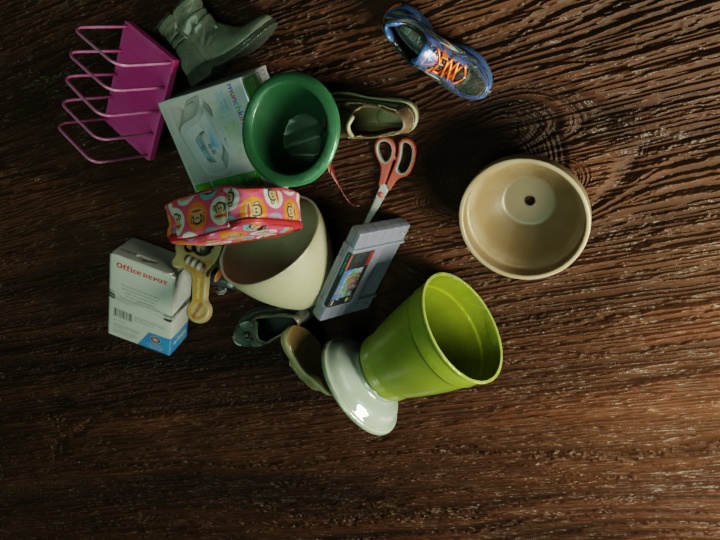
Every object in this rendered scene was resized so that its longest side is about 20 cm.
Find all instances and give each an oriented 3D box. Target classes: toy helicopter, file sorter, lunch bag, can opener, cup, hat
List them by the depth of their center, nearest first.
[{"bbox_3d":[-0.200,-0.089,1.247,0.200,0.176,0.082,-8,87,32],"label":"lunch bag"},{"bbox_3d":[-0.084,-0.217,1.250,0.165,0.176,0.200,18,104,17],"label":"hat"},{"bbox_3d":[-0.423,-0.301,1.297,0.139,0.125,0.200,41,126,22],"label":"file sorter"},{"bbox_3d":[-0.125,-0.011,1.342,0.200,0.200,0.143,-12,136,26],"label":"cup"},{"bbox_3d":[-0.289,-0.001,1.421,0.132,0.079,0.200,0,84,6],"label":"toy helicopter"},{"bbox_3d":[-0.212,0.019,1.450,0.200,0.063,0.079,15,121,13],"label":"can opener"}]

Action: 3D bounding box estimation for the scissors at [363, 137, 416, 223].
[{"bbox_3d":[0.046,-0.137,1.295,0.073,0.014,0.200,17,120,10],"label":"scissors"}]

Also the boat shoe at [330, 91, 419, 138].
[{"bbox_3d":[-0.011,-0.247,1.221,0.202,0.075,0.075,0,117,21],"label":"boat shoe"}]

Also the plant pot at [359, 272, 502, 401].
[{"bbox_3d":[0.107,0.134,1.316,0.193,0.200,0.200,-32,102,36],"label":"plant pot"}]

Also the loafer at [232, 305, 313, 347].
[{"bbox_3d":[-0.183,0.107,1.486,0.200,0.063,0.072,-25,106,30],"label":"loafer"}]

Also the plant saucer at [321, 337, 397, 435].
[{"bbox_3d":[0.014,0.200,1.384,0.050,0.200,0.200,-36,101,23],"label":"plant saucer"}]

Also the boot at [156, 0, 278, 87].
[{"bbox_3d":[-0.242,-0.399,1.237,0.200,0.068,0.131,-24,101,29],"label":"boot"}]

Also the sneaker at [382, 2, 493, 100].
[{"bbox_3d":[0.109,-0.318,1.135,0.200,0.078,0.075,34,124,1],"label":"sneaker"}]

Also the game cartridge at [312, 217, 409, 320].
[{"bbox_3d":[0.000,0.000,1.322,0.038,0.130,0.200,44,128,25],"label":"game cartridge"}]

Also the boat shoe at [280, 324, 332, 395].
[{"bbox_3d":[-0.108,0.179,1.468,0.064,0.071,0.200,0,138,33],"label":"boat shoe"}]

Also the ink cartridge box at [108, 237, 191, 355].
[{"bbox_3d":[-0.426,0.052,1.537,0.146,0.084,0.200,20,121,10],"label":"ink cartridge box"}]

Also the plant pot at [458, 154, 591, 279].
[{"bbox_3d":[0.261,-0.095,1.189,0.201,0.093,0.201,10,121,17],"label":"plant pot"}]

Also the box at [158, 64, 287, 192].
[{"bbox_3d":[-0.216,-0.226,1.301,0.176,0.097,0.200,-8,113,27],"label":"box"}]
